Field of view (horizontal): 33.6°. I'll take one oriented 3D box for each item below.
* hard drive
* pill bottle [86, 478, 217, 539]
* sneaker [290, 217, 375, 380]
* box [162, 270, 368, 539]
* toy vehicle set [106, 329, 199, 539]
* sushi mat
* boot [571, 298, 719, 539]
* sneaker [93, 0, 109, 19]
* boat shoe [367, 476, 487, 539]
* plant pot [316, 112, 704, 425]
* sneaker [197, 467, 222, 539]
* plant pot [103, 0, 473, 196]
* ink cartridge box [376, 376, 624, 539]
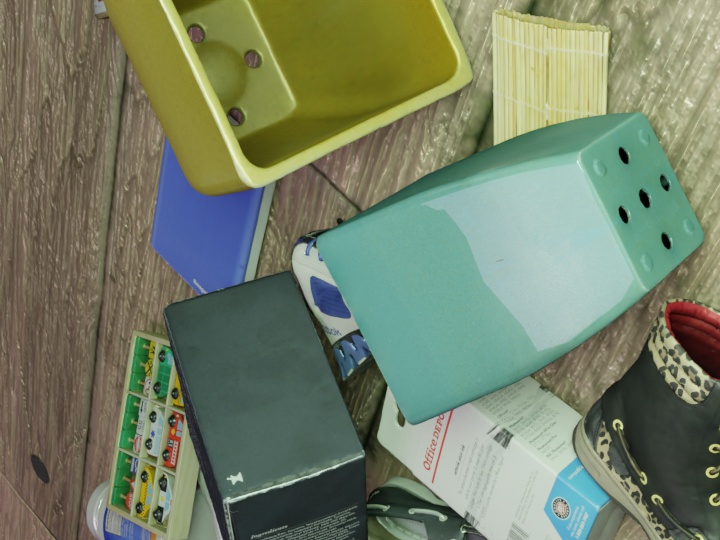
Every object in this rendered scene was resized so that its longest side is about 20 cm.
[{"bbox_3d":[-0.142,-0.061,1.132,0.132,0.025,0.201,42,139,23],"label":"hard drive"},{"bbox_3d":[-0.239,0.297,1.399,0.199,0.112,0.113,-1,112,49],"label":"pill bottle"},{"bbox_3d":[0.000,0.000,0.961,0.116,0.080,0.200,51,143,10],"label":"sneaker"},{"bbox_3d":[-0.080,0.148,1.027,0.198,0.122,0.201,87,163,-51],"label":"box"},{"bbox_3d":[-0.217,0.175,1.291,0.123,0.026,0.203,10,91,46],"label":"toy vehicle set"},{"bbox_3d":[0.128,-0.075,0.819,0.095,0.012,0.202,22,128,38],"label":"sushi mat"},{"bbox_3d":[0.238,0.125,0.774,0.200,0.073,0.152,46,141,27],"label":"boot"},{"bbox_3d":[-0.183,-0.281,1.006,0.199,0.071,0.114,-4,103,56],"label":"sneaker"},{"bbox_3d":[0.074,0.238,1.040,0.199,0.060,0.077,4,116,48],"label":"boat shoe"},{"bbox_3d":[0.106,-0.013,0.770,0.199,0.141,0.143,-24,95,45],"label":"plant pot"},{"bbox_3d":[-0.103,0.270,1.256,0.115,0.073,0.202,-23,93,56],"label":"sneaker"},{"bbox_3d":[-0.075,-0.165,0.865,0.197,0.193,0.200,64,154,-4],"label":"plant pot"},{"bbox_3d":[0.111,0.142,0.931,0.199,0.067,0.117,38,137,27],"label":"ink cartridge box"}]
